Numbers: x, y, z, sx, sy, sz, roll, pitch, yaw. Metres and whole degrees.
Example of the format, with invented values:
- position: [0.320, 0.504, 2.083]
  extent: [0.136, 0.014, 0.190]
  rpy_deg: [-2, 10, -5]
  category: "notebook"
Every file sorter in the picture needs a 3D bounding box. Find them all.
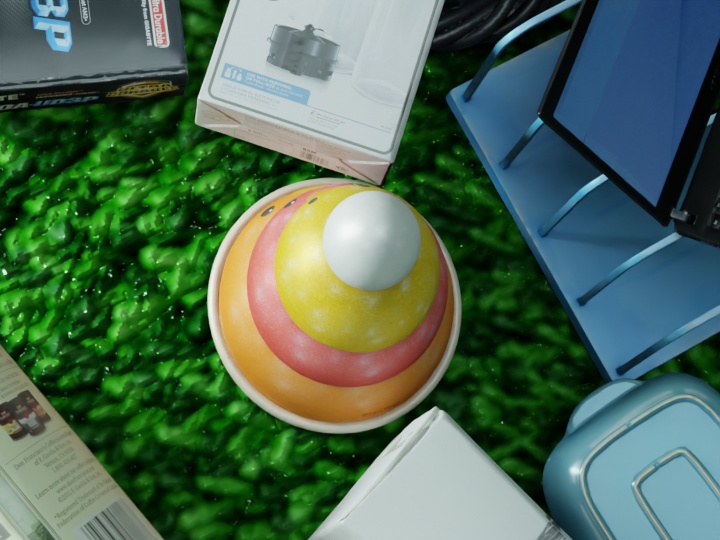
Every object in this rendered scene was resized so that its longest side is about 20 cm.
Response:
- position: [0.166, -0.060, 1.148]
  extent: [0.138, 0.123, 0.201]
  rpy_deg: [-27, 83, -14]
  category: "file sorter"

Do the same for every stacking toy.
- position: [0.000, 0.000, 1.065]
  extent: [0.145, 0.200, 0.147]
  rpy_deg: [2, 76, -10]
  category: "stacking toy"

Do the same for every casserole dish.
- position: [0.184, 0.146, 1.088]
  extent: [0.121, 0.039, 0.201]
  rpy_deg: [-33, 81, -6]
  category: "casserole dish"

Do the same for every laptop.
- position: [0.216, -0.106, 1.047]
  extent: [0.199, 0.103, 0.178]
  rpy_deg: [20, 75, 14]
  category: "laptop"

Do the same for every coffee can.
- position: [-0.196, 0.134, 1.027]
  extent: [0.146, 0.146, 0.200]
  rpy_deg: [-39, 86, -16]
  category: "coffee can"

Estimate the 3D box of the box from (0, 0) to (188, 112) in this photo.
- position: [-0.189, -0.192, 1.158]
  extent: [0.158, 0.046, 0.202]
  rpy_deg: [-6, 77, -11]
  category: "box"

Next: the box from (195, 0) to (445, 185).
- position: [-0.009, -0.163, 1.122]
  extent: [0.116, 0.060, 0.201]
  rpy_deg: [19, 79, -2]
  category: "box"

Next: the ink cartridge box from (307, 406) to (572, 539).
- position: [0.072, 0.178, 1.063]
  extent: [0.200, 0.145, 0.083]
  rpy_deg: [45, 75, 3]
  category: "ink cartridge box"

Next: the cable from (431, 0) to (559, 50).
- position: [0.032, -0.210, 1.191]
  extent: [0.200, 0.051, 0.163]
  rpy_deg: [42, 74, 1]
  category: "cable"
